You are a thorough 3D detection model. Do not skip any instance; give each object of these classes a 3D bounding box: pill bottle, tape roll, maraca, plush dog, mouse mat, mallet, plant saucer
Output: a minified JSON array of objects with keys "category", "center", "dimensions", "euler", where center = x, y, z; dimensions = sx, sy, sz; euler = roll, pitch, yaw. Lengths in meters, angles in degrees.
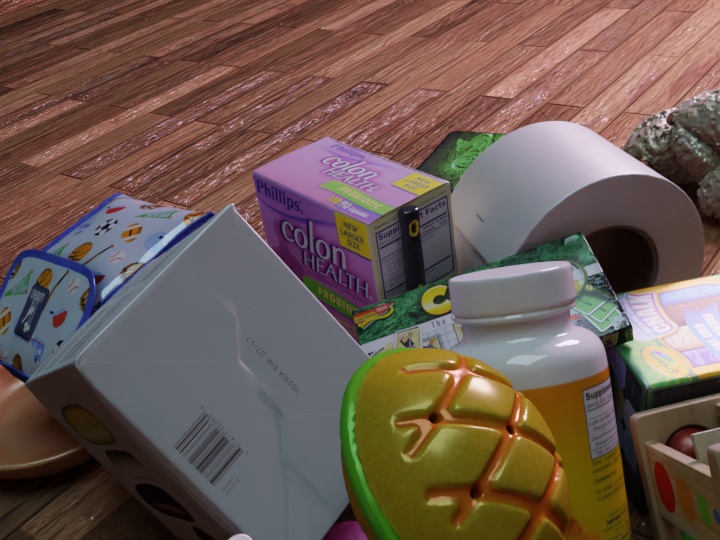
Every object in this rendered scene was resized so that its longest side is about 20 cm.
[{"category":"pill bottle","center":[0.112,0.100,0.586],"dimensions":[0.110,0.202,0.111],"euler":[-9,2,0]},{"category":"tape roll","center":[0.192,-0.021,0.819],"dimensions":[0.201,0.204,0.139],"euler":[-15,31,-10]},{"category":"maraca","center":[0.062,0.128,0.472],"dimensions":[0.136,0.107,0.201],"euler":[-10,61,-40]},{"category":"plush dog","center":[0.400,-0.157,1.069],"dimensions":[0.171,0.161,0.200],"euler":[-14,21,43]},{"category":"mouse mat","center":[0.165,-0.152,1.237],"dimensions":[0.159,0.008,0.200],"euler":[8,34,27]},{"category":"mallet","center":[0.042,0.046,0.752],"dimensions":[0.065,0.202,0.041],"euler":[-25,28,-21]},{"category":"plant saucer","center":[-0.297,0.133,0.858],"dimensions":[0.198,0.038,0.201],"euler":[-7,31,4]}]

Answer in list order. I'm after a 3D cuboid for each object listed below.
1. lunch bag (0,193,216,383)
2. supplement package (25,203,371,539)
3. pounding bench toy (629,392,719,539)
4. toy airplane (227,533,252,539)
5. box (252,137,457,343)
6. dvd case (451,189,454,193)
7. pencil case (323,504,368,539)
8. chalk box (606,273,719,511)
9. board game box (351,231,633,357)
[{"category":"lunch bag","center":[-0.229,0.027,0.796],"dimensions":[0.169,0.125,0.200],"euler":[13,48,45]},{"category":"supplement package","center":[-0.108,0.090,0.631],"dimensions":[0.147,0.192,0.200],"euler":[-48,13,-27]},{"category":"pounding bench toy","center":[0.266,0.183,0.550],"dimensions":[0.123,0.202,0.156],"euler":[-12,-1,-3]},{"category":"toy airplane","center":[-0.028,0.225,0.445],"dimensions":[0.141,0.198,0.202],"euler":[-29,51,51]},{"category":"box","center":[0.000,0.000,0.838],"dimensions":[0.096,0.202,0.175],"euler":[-28,36,-30]},{"category":"dvd case","center":[0.100,-0.042,0.999],"dimensions":[0.148,0.016,0.201],"euler":[-28,22,26]},{"category":"pencil case","center":[0.009,0.196,0.618],"dimensions":[0.090,0.094,0.200],"euler":[16,41,38]},{"category":"chalk box","center":[0.247,0.093,0.690],"dimensions":[0.198,0.126,0.124],"euler":[-9,30,-3]},{"category":"board game box","center":[0.096,0.043,0.684],"dimensions":[0.198,0.024,0.105],"euler":[-20,44,4]}]
